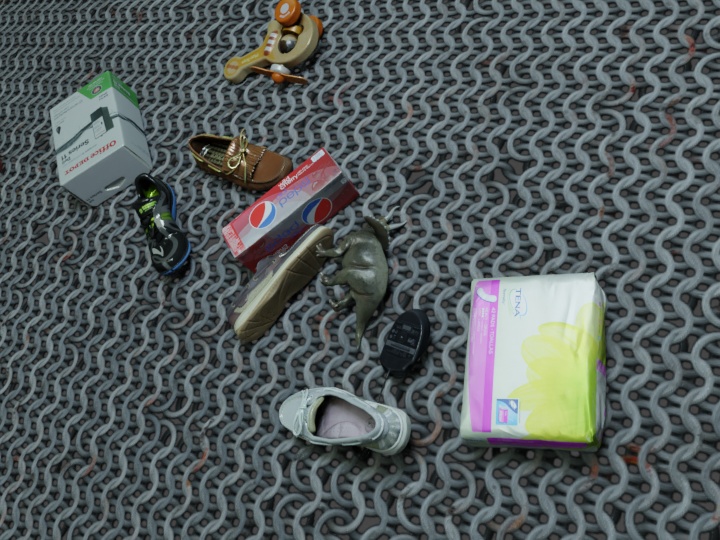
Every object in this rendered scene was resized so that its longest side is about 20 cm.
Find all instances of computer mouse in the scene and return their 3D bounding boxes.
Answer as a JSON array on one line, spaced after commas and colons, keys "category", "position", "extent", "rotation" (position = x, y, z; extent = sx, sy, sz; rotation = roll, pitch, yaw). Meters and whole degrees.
[{"category": "computer mouse", "position": [0.040, 0.143, 0.908], "extent": [0.058, 0.034, 0.201], "rotation": [19, 82, 45]}]

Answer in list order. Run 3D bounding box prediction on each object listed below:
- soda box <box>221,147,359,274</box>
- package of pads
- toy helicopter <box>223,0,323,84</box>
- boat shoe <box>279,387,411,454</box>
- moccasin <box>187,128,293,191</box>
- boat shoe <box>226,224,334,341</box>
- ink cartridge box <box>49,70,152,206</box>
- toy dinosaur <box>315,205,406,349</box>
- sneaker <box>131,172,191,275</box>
[{"category": "soda box", "position": [-0.104, -0.085, 1.059], "extent": [0.200, 0.070, 0.064], "rotation": [-38, 57, 4]}, {"category": "package of pads", "position": [0.201, 0.102, 0.824], "extent": [0.154, 0.068, 0.201], "rotation": [-3, 65, 24]}, {"category": "toy helicopter", "position": [-0.154, -0.363, 1.231], "extent": [0.199, 0.079, 0.133], "rotation": [-17, 69, 30]}, {"category": "boat shoe", "position": [-0.032, 0.181, 0.883], "extent": [0.201, 0.065, 0.075], "rotation": [4, 72, 43]}, {"category": "moccasin", "position": [-0.193, -0.180, 1.143], "extent": [0.201, 0.078, 0.074], "rotation": [25, 78, 32]}, {"category": "boat shoe", "position": [-0.119, 0.008, 1.023], "extent": [0.065, 0.072, 0.200], "rotation": [40, 92, 29]}, {"category": "ink cartridge box", "position": [-0.470, -0.237, 1.300], "extent": [0.146, 0.083, 0.201], "rotation": [-29, 58, 11]}, {"category": "toy dinosaur", "position": [0.000, 0.000, 0.966], "extent": [0.102, 0.077, 0.201], "rotation": [-14, 58, 27]}, {"category": "sneaker", "position": [-0.328, -0.075, 1.154], "extent": [0.071, 0.083, 0.200], "rotation": [-29, 57, 10]}]
